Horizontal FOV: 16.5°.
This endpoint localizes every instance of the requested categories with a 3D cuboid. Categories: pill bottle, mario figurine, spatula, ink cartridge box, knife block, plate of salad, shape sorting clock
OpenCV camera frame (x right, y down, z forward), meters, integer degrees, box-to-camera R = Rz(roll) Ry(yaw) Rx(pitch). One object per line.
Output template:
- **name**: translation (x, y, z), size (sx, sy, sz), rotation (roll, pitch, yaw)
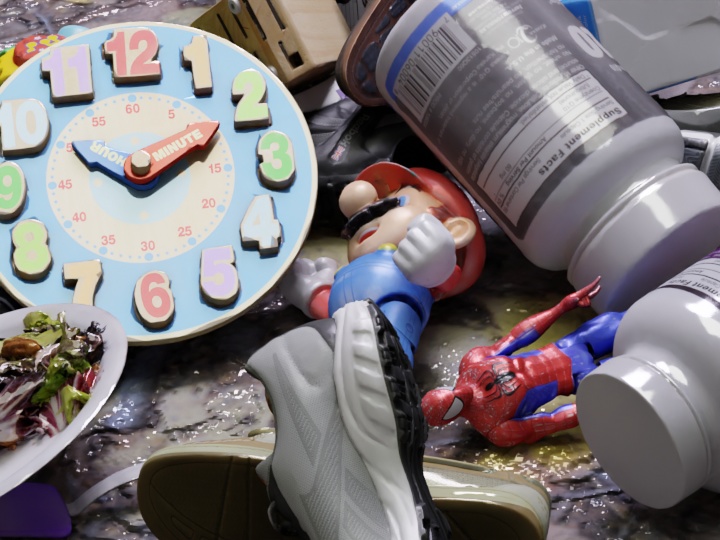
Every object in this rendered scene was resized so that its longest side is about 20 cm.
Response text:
- **pill bottle**: translation (0.110, -0.073, 1.400), size (0.114, 0.114, 0.200), rotation (-27, 66, -33)
- **mario figurine**: translation (0.000, 0.000, 1.361), size (0.123, 0.106, 0.200), rotation (3, 34, 15)
- **spatula**: translation (-0.114, 0.108, 1.275), size (0.199, 0.021, 0.057), rotation (-11, 28, -13)
- **ink cartridge box**: translation (0.147, -0.148, 1.553), size (0.116, 0.067, 0.200), rotation (-18, 10, -23)
- **pill bottle**: translation (0.207, 0.038, 1.258), size (0.200, 0.113, 0.112), rotation (-31, 40, -27)
- **knife block**: translation (-0.036, -0.151, 1.554), size (0.175, 0.064, 0.200), rotation (-30, 2, -32)
- **plate of salad**: translation (-0.214, 0.070, 1.278), size (0.199, 0.048, 0.200), rotation (-21, 26, 11)
- **shape sorting clock**: translation (-0.123, -0.053, 1.397), size (0.199, 0.039, 0.201), rotation (1, 62, -1)

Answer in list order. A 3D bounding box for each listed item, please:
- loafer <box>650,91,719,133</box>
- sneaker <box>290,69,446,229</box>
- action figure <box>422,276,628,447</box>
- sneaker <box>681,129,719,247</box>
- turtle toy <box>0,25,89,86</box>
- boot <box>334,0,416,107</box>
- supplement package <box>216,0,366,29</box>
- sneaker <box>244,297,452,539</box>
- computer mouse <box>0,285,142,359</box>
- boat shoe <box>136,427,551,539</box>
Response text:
- **loafer**: translation (0.187, -0.069, 1.498), size (0.199, 0.076, 0.070), rotation (-6, 7, -2)
- **sneaker**: translation (-0.026, -0.058, 1.489), size (0.200, 0.076, 0.088), rotation (-34, 58, -28)
- **action figure**: translation (0.121, 0.047, 1.316), size (0.199, 0.052, 0.066), rotation (-18, 68, -19)
- **sneaker**: translation (0.271, -0.040, 1.440), size (0.200, 0.075, 0.115), rotation (26, 36, 24)
- **turtle toy**: translation (-0.178, -0.085, 1.518), size (0.145, 0.101, 0.200), rotation (-22, 37, -27)
- **boot**: translation (0.022, -0.164, 1.541), size (0.097, 0.075, 0.200), rotation (-4, 35, 45)
- **supplement package**: translation (0.011, -0.242, 1.706), size (0.199, 0.151, 0.152), rotation (4, 31, 12)
- **sneaker**: translation (-0.002, 0.117, 1.138), size (0.079, 0.074, 0.201), rotation (-16, 73, 11)
- **computer mouse**: translation (-0.196, 0.007, 1.424), size (0.200, 0.046, 0.140), rotation (20, 40, 33)
- **boat shoe**: translation (-0.008, 0.114, 1.212), size (0.200, 0.073, 0.063), rotation (4, 22, 9)
